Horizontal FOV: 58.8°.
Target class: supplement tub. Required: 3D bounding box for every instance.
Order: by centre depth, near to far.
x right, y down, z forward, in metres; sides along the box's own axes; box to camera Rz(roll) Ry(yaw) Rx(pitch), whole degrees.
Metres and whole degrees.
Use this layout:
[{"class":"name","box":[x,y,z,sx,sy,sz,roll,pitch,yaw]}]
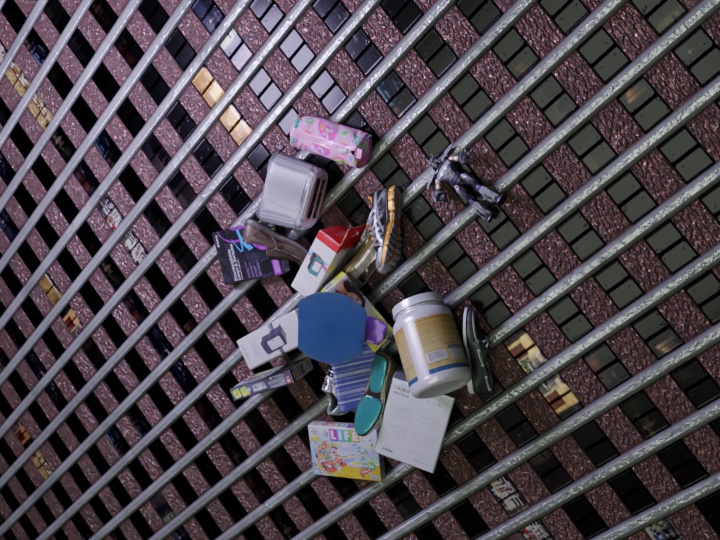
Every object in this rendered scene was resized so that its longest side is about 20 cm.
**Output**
[{"class":"supplement tub","box":[0.154,0.167,1.421,0.143,0.144,0.204,-27,65,26]}]

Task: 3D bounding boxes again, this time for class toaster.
[{"class":"toaster","box":[-0.159,-0.192,1.535,0.127,0.113,0.204,19,98,15]}]

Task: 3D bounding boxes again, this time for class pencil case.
[{"class":"pencil case","box":[-0.068,-0.301,1.488,0.197,0.087,0.089,22,109,20]}]

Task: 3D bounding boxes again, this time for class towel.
[{"class":"towel","box":[0.001,0.237,1.559,0.141,0.024,0.205,-11,96,-11]}]

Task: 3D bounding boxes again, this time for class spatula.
[{"class":"spatula","box":[0.085,0.164,1.498,0.197,0.021,0.058,23,93,-18]}]

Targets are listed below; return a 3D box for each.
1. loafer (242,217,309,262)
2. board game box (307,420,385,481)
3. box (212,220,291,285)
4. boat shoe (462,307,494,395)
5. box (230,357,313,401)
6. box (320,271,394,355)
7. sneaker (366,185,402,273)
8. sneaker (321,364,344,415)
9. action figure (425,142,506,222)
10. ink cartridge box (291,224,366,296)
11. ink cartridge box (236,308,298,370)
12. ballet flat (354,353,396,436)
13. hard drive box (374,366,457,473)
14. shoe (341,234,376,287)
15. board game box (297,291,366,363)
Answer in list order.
[{"class":"loafer","box":[-0.205,-0.055,1.576,0.197,0.073,0.072,28,88,-5]},{"class":"board game box","box":[-0.036,0.464,1.653,0.196,0.034,0.138,-3,99,25]},{"class":"box","box":[-0.285,-0.048,1.662,0.196,0.036,0.146,-11,96,26]},{"class":"boat shoe","box":[0.268,0.180,1.442,0.059,0.076,0.205,-3,107,21]},{"class":"box","box":[-0.230,0.282,1.662,0.197,0.110,0.035,-21,92,25]},{"class":"box","box":[-0.002,0.101,1.501,0.075,0.050,0.200,-43,107,-4]},{"class":"sneaker","box":[0.050,-0.092,1.459,0.076,0.078,0.205,-2,71,23]},{"class":"sneaker","box":[-0.055,0.264,1.584,0.073,0.087,0.205,5,102,50]},{"class":"action figure","box":[0.221,-0.192,1.390,0.199,0.069,0.132,38,122,17]},{"class":"ink cartridge box","box":[-0.074,-0.036,1.525,0.067,0.116,0.202,35,111,14]},{"class":"ink cartridge box","box":[-0.185,0.157,1.597,0.197,0.144,0.086,-27,89,26]},{"class":"ballet flat","box":[0.041,0.298,1.530,0.069,0.071,0.205,16,90,20]},{"class":"hard drive box","box":[0.131,0.353,1.520,0.153,0.077,0.204,17,107,10]},{"class":"shoe","box":[0.000,0.000,1.524,0.053,0.070,0.201,43,112,19]},{"class":"board game box","box":[-0.064,0.123,1.463,0.154,0.039,0.204,6,123,3]}]
